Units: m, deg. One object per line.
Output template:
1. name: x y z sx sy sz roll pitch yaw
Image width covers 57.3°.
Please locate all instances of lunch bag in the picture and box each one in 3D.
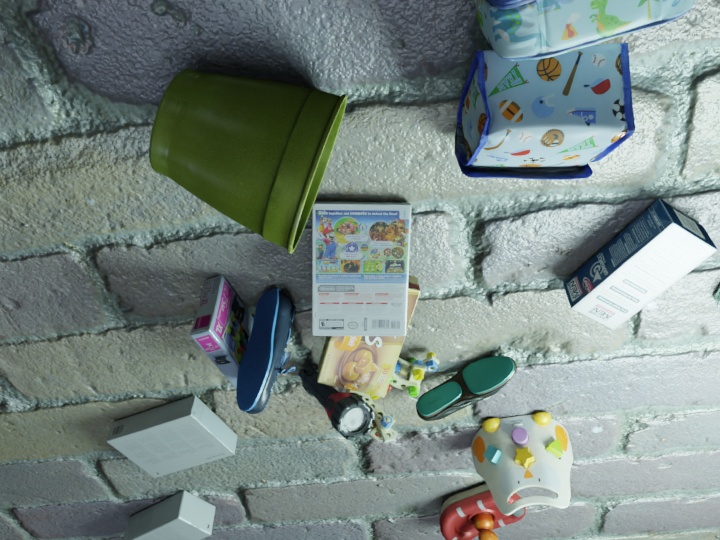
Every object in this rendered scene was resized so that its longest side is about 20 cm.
1. lunch bag: 0.204 -0.172 0.780 0.169 0.125 0.200 0 175 0
2. lunch bag: 0.217 -0.291 0.672 0.199 0.161 0.083 -13 126 9

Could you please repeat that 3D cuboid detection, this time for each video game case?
1. video game case: 0.000 0.000 0.968 0.142 0.018 0.201 1 106 -2

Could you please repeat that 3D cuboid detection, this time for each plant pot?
1. plant pot: -0.139 -0.146 0.792 0.192 0.201 0.201 19 130 -3

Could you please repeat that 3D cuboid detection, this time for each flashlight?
1. flashlight: -0.042 0.215 1.109 0.068 0.200 0.068 -20 106 -16

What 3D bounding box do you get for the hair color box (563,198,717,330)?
1. hair color box: 0.417 -0.004 0.999 0.100 0.061 0.200 25 127 -21

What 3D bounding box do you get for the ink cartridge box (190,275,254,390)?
1. ink cartridge box: -0.197 0.118 1.063 0.042 0.120 0.200 -14 131 13

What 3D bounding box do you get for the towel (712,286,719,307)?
1. towel: 0.682 0.009 1.036 0.199 0.031 0.150 3 133 -4

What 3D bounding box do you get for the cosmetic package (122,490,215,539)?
1. cosmetic package: -0.442 0.589 1.520 0.200 0.071 0.101 -30 126 24

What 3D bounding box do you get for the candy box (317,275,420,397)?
1. candy box: 0.010 0.095 1.044 0.115 0.055 0.201 14 111 -7

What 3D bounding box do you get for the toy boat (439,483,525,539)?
1. toy boat: 0.273 0.566 1.469 0.200 0.131 0.131 -29 126 23

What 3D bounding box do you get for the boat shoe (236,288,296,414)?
1. boat shoe: -0.132 0.127 1.021 0.084 0.201 0.069 -6 150 40

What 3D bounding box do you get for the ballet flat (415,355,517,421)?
1. ballet flat: 0.193 0.214 1.191 0.199 0.068 0.068 -27 145 12

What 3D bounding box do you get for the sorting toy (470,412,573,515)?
1. sorting toy: 0.318 0.379 1.266 0.199 0.180 0.107 -10 132 8

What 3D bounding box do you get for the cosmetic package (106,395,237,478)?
1. cosmetic package: -0.369 0.331 1.301 0.199 0.052 0.151 -19 128 16

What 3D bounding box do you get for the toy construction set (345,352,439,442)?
1. toy construction set: 0.046 0.215 1.182 0.131 0.092 0.201 15 120 -14
